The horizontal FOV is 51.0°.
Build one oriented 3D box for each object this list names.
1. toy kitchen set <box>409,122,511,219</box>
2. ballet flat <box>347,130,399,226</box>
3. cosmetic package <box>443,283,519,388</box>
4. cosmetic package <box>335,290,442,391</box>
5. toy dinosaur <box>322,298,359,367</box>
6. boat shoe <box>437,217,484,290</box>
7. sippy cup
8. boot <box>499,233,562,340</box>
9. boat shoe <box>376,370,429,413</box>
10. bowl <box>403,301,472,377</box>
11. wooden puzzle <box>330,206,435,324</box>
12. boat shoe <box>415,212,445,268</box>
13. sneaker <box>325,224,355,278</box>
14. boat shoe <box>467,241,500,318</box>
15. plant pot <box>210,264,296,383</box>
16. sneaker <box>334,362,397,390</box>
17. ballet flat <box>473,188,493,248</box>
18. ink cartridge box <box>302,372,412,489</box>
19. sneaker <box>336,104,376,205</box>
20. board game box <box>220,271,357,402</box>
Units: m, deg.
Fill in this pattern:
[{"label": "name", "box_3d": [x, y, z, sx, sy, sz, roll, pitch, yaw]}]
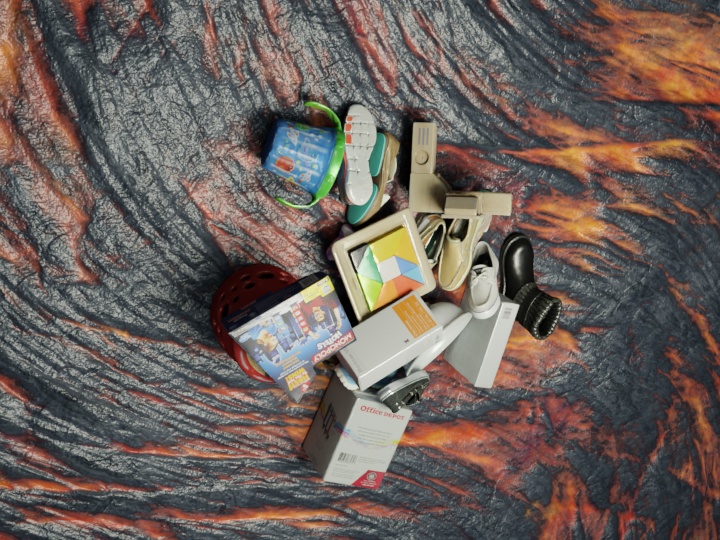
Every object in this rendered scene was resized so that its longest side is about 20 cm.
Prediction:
[{"label": "toy kitchen set", "box_3d": [0.195, -0.194, 1.468, 0.199, 0.163, 0.181, 4, 98, 12]}, {"label": "ballet flat", "box_3d": [0.035, -0.181, 1.532, 0.072, 0.068, 0.201, 7, 103, -46]}, {"label": "cosmetic package", "box_3d": [0.267, 0.140, 1.694, 0.051, 0.151, 0.201, 9, 105, -28]}, {"label": "cosmetic package", "box_3d": [0.055, 0.139, 1.506, 0.200, 0.102, 0.071, -31, 153, -13]}, {"label": "toy dinosaur", "box_3d": [-0.006, 0.126, 1.618, 0.200, 0.102, 0.136, -49, 141, -19]}, {"label": "boat shoe", "box_3d": [0.200, -0.057, 1.591, 0.076, 0.071, 0.201, 11, 94, -63]}, {"label": "sippy cup", "box_3d": [-0.112, -0.218, 1.414, 0.130, 0.178, 0.140, 18, 142, -18]}, {"label": "boot", "box_3d": [0.386, 0.036, 1.704, 0.079, 0.158, 0.212, -9, 112, -21]}, {"label": "boat shoe", "box_3d": [0.100, 0.261, 1.606, 0.069, 0.057, 0.200, -43, 162, 24]}, {"label": "bowl", "box_3d": [0.144, 0.133, 1.649, 0.201, 0.090, 0.201, -40, 164, -14]}, {"label": "wooden puzzle", "box_3d": [0.053, -0.007, 1.522, 0.199, 0.037, 0.186, -28, 109, -22]}, {"label": "boat shoe", "box_3d": [0.122, -0.027, 1.615, 0.074, 0.068, 0.201, 13, 103, -27]}, {"label": "sneaker", "box_3d": [0.000, 0.000, 1.572, 0.088, 0.081, 0.200, -40, 115, 2]}, {"label": "boat shoe", "box_3d": [0.264, 0.016, 1.633, 0.072, 0.200, 0.066, -8, 130, 26]}, {"label": "plant pot", "box_3d": [-0.176, 0.109, 1.471, 0.200, 0.182, 0.201, -10, 114, -22]}, {"label": "sneaker", "box_3d": [0.035, 0.202, 1.610, 0.090, 0.079, 0.200, -43, 160, 26]}, {"label": "ballet flat", "box_3d": [0.242, -0.085, 1.659, 0.067, 0.068, 0.200, 20, 106, -48]}, {"label": "ink cartridge box", "box_3d": [-0.009, 0.345, 1.650, 0.145, 0.145, 0.201, 19, 101, -28]}, {"label": "sneaker", "box_3d": [-0.023, -0.224, 1.478, 0.077, 0.082, 0.201, 9, 81, -34]}, {"label": "board game box", "box_3d": [-0.117, 0.127, 1.363, 0.199, 0.062, 0.200, -29, 120, -12]}]
